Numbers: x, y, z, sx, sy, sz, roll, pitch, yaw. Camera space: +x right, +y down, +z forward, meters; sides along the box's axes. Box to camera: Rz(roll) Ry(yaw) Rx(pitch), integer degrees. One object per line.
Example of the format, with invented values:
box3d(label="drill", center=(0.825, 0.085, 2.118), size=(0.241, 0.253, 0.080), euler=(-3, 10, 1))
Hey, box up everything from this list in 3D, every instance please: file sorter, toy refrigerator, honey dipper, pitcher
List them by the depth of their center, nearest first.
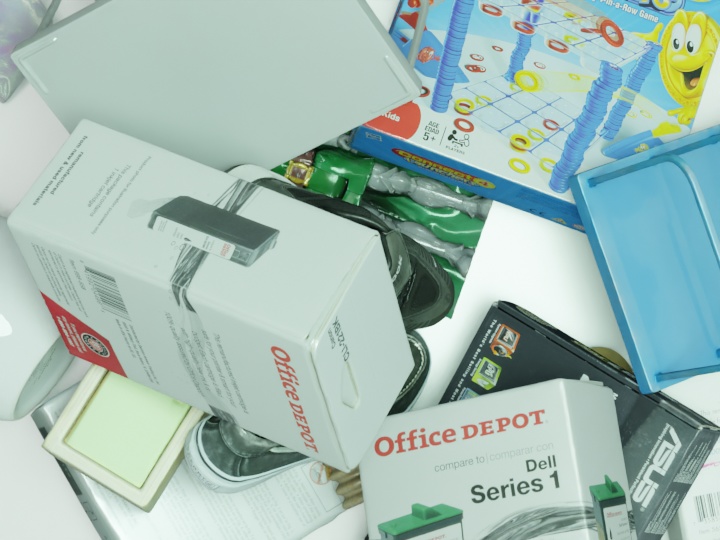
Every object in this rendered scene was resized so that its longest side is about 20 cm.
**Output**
box3d(label="file sorter", center=(0.254, -0.028, 1.454), size=(0.200, 0.123, 0.139), euler=(-20, 90, -25))
box3d(label="file sorter", center=(-0.077, -0.146, 1.461), size=(0.200, 0.125, 0.139), euler=(-25, 116, 23))
box3d(label="toy refrigerator", center=(-0.110, 0.044, 1.504), size=(0.076, 0.070, 0.200), euler=(32, 81, 2))
box3d(label="pitcher", center=(-0.284, 0.025, 1.536), size=(0.200, 0.121, 0.172), euler=(34, 111, 8))
box3d(label="honey dipper", center=(-0.034, 0.054, 1.559), size=(0.038, 0.038, 0.200), euler=(-24, 86, 0))

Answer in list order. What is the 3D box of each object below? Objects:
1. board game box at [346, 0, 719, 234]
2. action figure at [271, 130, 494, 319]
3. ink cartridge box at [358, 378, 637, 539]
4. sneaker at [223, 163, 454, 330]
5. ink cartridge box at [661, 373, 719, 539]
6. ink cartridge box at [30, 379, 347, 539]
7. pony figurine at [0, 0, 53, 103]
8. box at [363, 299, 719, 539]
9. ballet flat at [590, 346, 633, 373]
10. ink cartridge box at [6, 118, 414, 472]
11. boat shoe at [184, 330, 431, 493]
box3d(label="board game box", center=(0.118, -0.138, 1.535), size=(0.200, 0.056, 0.196), euler=(20, 76, -3))
box3d(label="action figure", center=(-0.017, -0.055, 1.563), size=(0.200, 0.055, 0.118), euler=(19, 94, 2))
box3d(label="ink cartridge box", center=(0.086, 0.173, 1.449), size=(0.146, 0.084, 0.200), euler=(-15, 77, 24))
box3d(label="sneaker", center=(0.000, 0.000, 1.458), size=(0.200, 0.090, 0.066), euler=(28, 87, -44))
box3d(label="ink cartridge box", center=(0.243, 0.091, 1.562), size=(0.115, 0.068, 0.200), euler=(-11, 92, -3))
box3d(label="ink cartridge box", center=(-0.087, 0.110, 1.578), size=(0.200, 0.057, 0.163), euler=(-31, 92, -21))
box3d(label="pony figurine", center=(-0.242, -0.195, 1.502), size=(0.193, 0.200, 0.167), euler=(-40, 99, 16))
box3d(label="box", center=(0.107, 0.143, 1.518), size=(0.161, 0.049, 0.200), euler=(32, 98, 25))
box3d(label="ballet flat", center=(0.137, 0.148, 1.564), size=(0.069, 0.063, 0.200), euler=(16, 91, -4))
box3d(label="ink cartridge box", center=(-0.080, 0.015, 1.374), size=(0.200, 0.144, 0.084), euler=(22, 63, 23))
box3d(label="boat shoe", center=(-0.016, 0.079, 1.491), size=(0.200, 0.071, 0.072), euler=(-30, 86, -42))
